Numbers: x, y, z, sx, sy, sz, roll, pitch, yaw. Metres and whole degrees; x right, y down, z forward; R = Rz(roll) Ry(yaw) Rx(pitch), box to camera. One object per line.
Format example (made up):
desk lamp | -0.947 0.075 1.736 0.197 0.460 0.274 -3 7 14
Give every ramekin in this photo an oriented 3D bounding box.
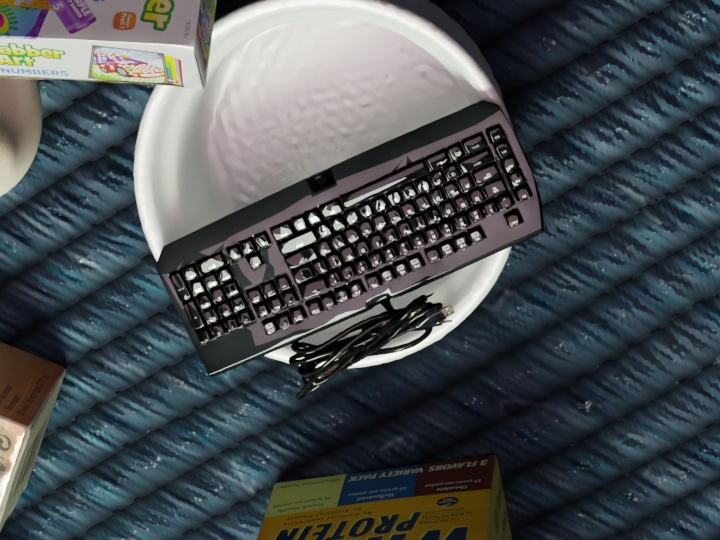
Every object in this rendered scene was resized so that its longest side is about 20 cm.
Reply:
ramekin | -0.012 -0.058 1.171 0.199 0.098 0.202 2 110 7

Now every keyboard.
keyboard | 0.000 0.000 1.118 0.199 0.040 0.104 -24 104 15

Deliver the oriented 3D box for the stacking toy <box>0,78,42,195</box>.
stacking toy | -0.283 -0.073 1.204 0.199 0.146 0.146 -26 105 34

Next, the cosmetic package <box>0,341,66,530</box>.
cosmetic package | -0.278 0.070 1.247 0.199 0.103 0.088 20 109 -2

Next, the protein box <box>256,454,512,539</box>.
protein box | 0.021 0.239 1.218 0.134 0.199 0.201 -8 108 9

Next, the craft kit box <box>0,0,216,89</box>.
craft kit box | -0.163 -0.189 1.106 0.196 0.201 0.049 3 154 3
